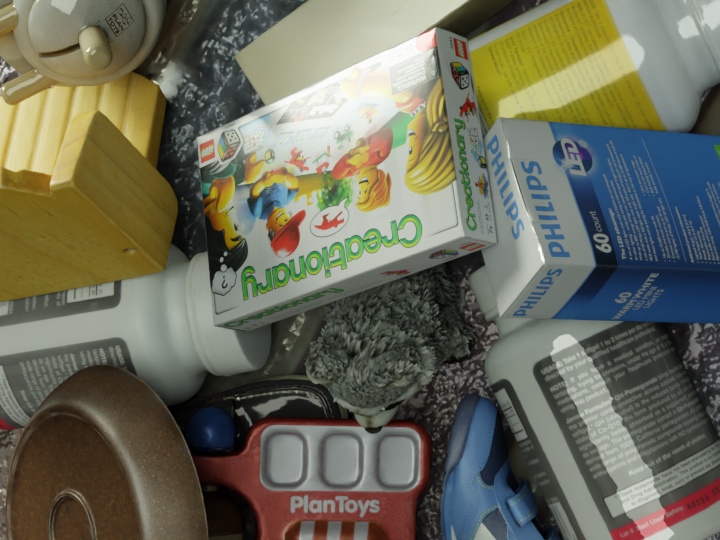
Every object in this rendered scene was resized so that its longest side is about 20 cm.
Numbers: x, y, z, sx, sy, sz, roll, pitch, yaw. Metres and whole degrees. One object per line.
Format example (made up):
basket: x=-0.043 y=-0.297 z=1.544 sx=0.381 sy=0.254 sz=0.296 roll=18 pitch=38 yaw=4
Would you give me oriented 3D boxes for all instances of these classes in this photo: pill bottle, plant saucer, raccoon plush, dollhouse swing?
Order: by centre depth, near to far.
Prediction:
plant saucer: x=-0.164 y=0.158 z=1.026 sx=0.200 sy=0.034 sz=0.200 roll=4 pitch=96 yaw=49
pill bottle: x=0.144 y=0.077 z=1.027 sx=0.111 sy=0.111 sz=0.200 roll=-27 pitch=83 yaw=13
pill bottle: x=0.138 y=-0.115 z=1.035 sx=0.200 sy=0.112 sz=0.112 roll=-25 pitch=84 yaw=14
raccoon plush: x=0.000 y=0.000 z=1.059 sx=0.097 sy=0.134 sz=0.200 roll=-18 pitch=85 yaw=14
dollhouse swing: x=-0.234 y=-0.079 z=1.071 sx=0.200 sy=0.182 sz=0.176 roll=-9 pitch=64 yaw=15
pill bottle: x=-0.166 y=0.040 z=1.116 sx=0.200 sy=0.111 sz=0.111 roll=-9 pitch=88 yaw=15

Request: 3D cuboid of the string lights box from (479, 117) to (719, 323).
string lights box: x=0.168 y=-0.027 z=0.980 sx=0.200 sy=0.059 sz=0.103 roll=2 pitch=56 yaw=-24

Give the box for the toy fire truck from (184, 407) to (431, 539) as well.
toy fire truck: x=-0.058 y=0.172 z=1.069 sx=0.200 sy=0.112 sz=0.168 roll=3 pitch=88 yaw=-4

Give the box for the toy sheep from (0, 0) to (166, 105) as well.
toy sheep: x=-0.190 y=-0.179 z=1.097 sx=0.138 sy=0.138 sz=0.200 roll=-40 pitch=42 yaw=11

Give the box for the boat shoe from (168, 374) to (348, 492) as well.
boat shoe: x=-0.106 y=0.120 z=1.123 sx=0.200 sy=0.065 sz=0.072 roll=-13 pitch=91 yaw=15

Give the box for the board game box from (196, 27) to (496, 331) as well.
board game box: x=-0.014 y=-0.049 z=1.003 sx=0.200 sy=0.035 sz=0.126 roll=-20 pitch=69 yaw=38

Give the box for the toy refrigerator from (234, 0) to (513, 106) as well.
toy refrigerator: x=0.023 y=-0.169 z=1.085 sx=0.200 sy=0.076 sz=0.070 roll=-35 pitch=82 yaw=13

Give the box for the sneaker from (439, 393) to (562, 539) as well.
sneaker: x=0.096 y=0.175 z=1.070 sx=0.082 sy=0.074 sz=0.200 roll=-6 pitch=97 yaw=15
